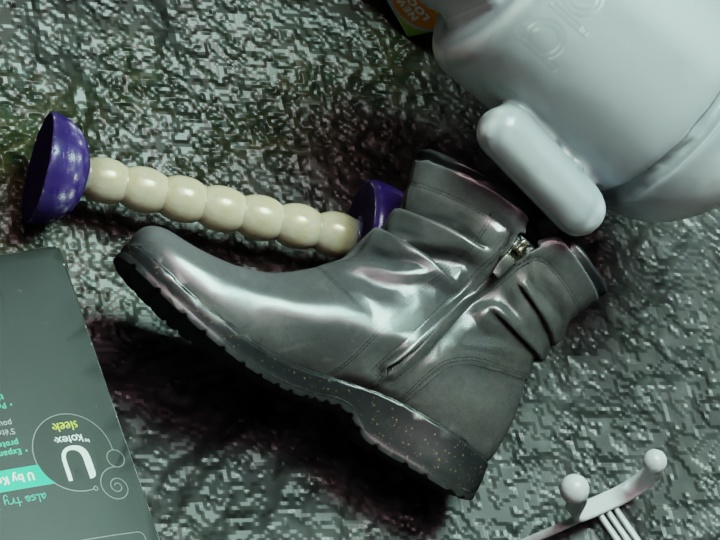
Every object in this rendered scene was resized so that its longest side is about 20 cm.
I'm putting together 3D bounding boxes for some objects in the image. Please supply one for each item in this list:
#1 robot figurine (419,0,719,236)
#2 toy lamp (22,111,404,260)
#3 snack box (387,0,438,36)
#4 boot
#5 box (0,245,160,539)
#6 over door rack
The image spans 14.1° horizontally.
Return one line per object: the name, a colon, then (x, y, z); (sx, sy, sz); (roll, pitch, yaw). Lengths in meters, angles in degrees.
robot figurine: (0.112, -0.099, 1.297); (0.200, 0.113, 0.170); (38, 69, -18)
toy lamp: (-0.050, -0.026, 1.320); (0.199, 0.058, 0.058); (12, 56, -17)
snack box: (0.036, -0.215, 1.373); (0.053, 0.142, 0.200); (-49, 118, -36)
boot: (0.000, 0.000, 1.283); (0.200, 0.070, 0.132); (32, 84, -18)
box: (-0.160, 0.117, 1.122); (0.124, 0.149, 0.201); (-8, 64, -29)
over door rack: (0.099, 0.171, 1.255); (0.199, 0.067, 0.148); (-23, 70, -33)
